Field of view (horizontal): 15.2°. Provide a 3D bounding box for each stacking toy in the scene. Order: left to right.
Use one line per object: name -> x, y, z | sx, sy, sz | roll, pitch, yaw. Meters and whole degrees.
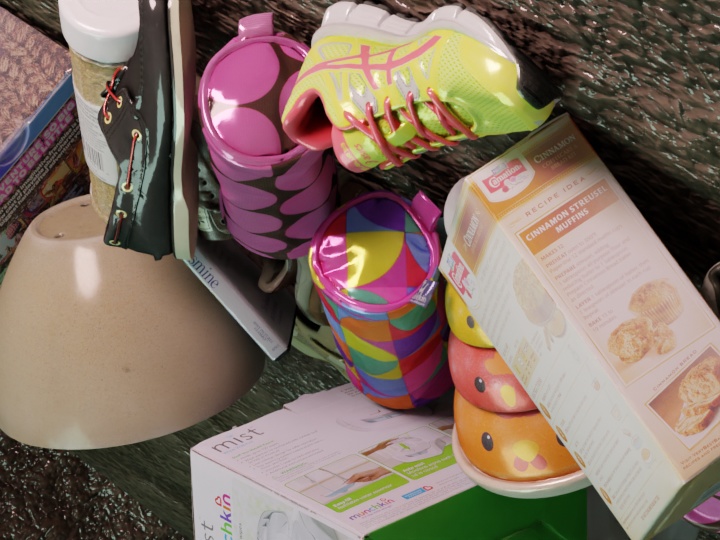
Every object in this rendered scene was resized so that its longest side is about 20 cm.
stacking toy -> 0.094, 0.025, 1.641 | 0.146, 0.146, 0.201 | 18, 142, 49

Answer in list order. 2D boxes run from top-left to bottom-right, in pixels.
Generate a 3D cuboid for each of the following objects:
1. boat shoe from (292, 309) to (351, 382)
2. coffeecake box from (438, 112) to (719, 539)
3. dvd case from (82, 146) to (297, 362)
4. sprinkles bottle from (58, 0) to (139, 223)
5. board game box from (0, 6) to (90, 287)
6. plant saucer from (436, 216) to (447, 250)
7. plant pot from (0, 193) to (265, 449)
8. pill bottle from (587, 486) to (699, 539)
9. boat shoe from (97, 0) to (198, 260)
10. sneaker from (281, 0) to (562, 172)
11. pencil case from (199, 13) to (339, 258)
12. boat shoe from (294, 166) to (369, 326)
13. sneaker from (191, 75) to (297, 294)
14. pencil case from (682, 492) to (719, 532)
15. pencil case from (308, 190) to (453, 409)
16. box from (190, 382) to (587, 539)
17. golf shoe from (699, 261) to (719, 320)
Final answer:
boat shoe -> -0.003, 0.041, 1.970 | 0.199, 0.071, 0.065 | 18, 155, 45
coffeecake box -> 0.133, 0.036, 1.482 | 0.200, 0.073, 0.154 | 55, 167, 13
dvd case -> -0.115, -0.033, 1.896 | 0.200, 0.018, 0.143 | 48, -168, -11
sprinkles bottle -> -0.148, -0.109, 1.709 | 0.068, 0.068, 0.201 | 29, 149, 20
board game box -> -0.254, -0.069, 1.986 | 0.097, 0.160, 0.200 | 33, 166, 27
plant saucer -> 0.112, 0.029, 1.779 | 0.070, 0.019, 0.200 | 22, 160, 42
plant pot -> -0.178, 0.022, 1.926 | 0.200, 0.200, 0.135 | 17, 126, 50
pill bottle -> 0.140, 0.147, 1.908 | 0.114, 0.115, 0.200 | 43, 164, -31
boat shoe -> -0.128, -0.090, 1.619 | 0.063, 0.074, 0.202 | 6, 131, 1
sneaker -> 0.029, -0.087, 1.437 | 0.078, 0.091, 0.200 | 44, 162, -28
pencil case -> -0.052, -0.077, 1.642 | 0.200, 0.090, 0.094 | 93, 161, -73
boat shoe -> 0.000, 0.000, 1.828 | 0.072, 0.076, 0.200 | 28, 166, 16
sneaker -> -0.093, -0.062, 1.825 | 0.200, 0.076, 0.070 | 42, 164, -30
pencil case -> 0.234, 0.104, 1.611 | 0.094, 0.090, 0.200 | 63, 171, 12
pencil case -> 0.021, 0.021, 1.704 | 0.088, 0.089, 0.200 | 31, 164, 15
box -> 0.018, 0.150, 1.757 | 0.176, 0.199, 0.097 | 20, 121, 44
golf shoe -> 0.259, 0.058, 1.433 | 0.199, 0.078, 0.097 | 25, 157, 31
